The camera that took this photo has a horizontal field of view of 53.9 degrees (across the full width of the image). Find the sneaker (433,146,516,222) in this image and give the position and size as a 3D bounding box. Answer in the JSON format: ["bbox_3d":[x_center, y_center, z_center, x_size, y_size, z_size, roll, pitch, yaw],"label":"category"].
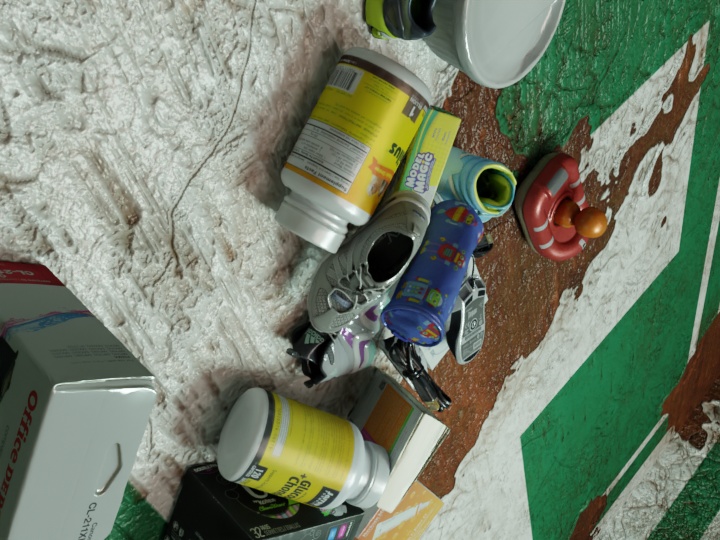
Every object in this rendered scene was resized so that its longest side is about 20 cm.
[{"bbox_3d":[0.165,-0.097,0.960,0.200,0.130,0.080,28,90,-53],"label":"sneaker"}]

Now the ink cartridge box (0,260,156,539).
[{"bbox_3d":[-0.260,0.099,0.552,0.082,0.199,0.147,7,109,-50],"label":"ink cartridge box"}]

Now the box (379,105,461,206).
[{"bbox_3d":[0.058,-0.098,0.856,0.048,0.117,0.202,15,106,-7],"label":"box"}]

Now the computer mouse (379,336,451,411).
[{"bbox_3d":[0.068,0.121,0.955,0.044,0.200,0.110,-38,98,-3],"label":"computer mouse"}]

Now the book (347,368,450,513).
[{"bbox_3d":[0.031,0.228,0.982,0.048,0.200,0.134,32,89,-21],"label":"book"}]

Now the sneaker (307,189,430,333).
[{"bbox_3d":[0.000,0.000,0.783,0.074,0.082,0.201,31,117,-12],"label":"sneaker"}]

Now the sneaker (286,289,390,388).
[{"bbox_3d":[-0.037,0.065,0.883,0.139,0.077,0.202,-23,129,-39],"label":"sneaker"}]

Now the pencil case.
[{"bbox_3d":[0.091,0.002,0.868,0.087,0.078,0.201,-51,-172,51],"label":"pencil case"}]

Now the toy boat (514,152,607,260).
[{"bbox_3d":[0.345,-0.091,1.167,0.131,0.130,0.200,-50,142,-10],"label":"toy boat"}]

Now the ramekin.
[{"bbox_3d":[0.149,-0.323,0.822,0.201,0.094,0.204,-27,132,-35],"label":"ramekin"}]

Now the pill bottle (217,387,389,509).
[{"bbox_3d":[-0.066,0.227,0.871,0.199,0.112,0.113,25,95,-24],"label":"pill bottle"}]

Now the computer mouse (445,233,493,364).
[{"bbox_3d":[0.147,0.043,1.027,0.109,0.044,0.202,-25,125,-43],"label":"computer mouse"}]

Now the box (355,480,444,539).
[{"bbox_3d":[0.039,0.379,1.160,0.125,0.097,0.200,-51,142,-10],"label":"box"}]

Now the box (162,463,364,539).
[{"bbox_3d":[-0.122,0.332,0.905,0.199,0.148,0.125,8,108,-51],"label":"box"}]

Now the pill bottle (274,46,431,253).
[{"bbox_3d":[-0.013,-0.125,0.757,0.109,0.109,0.201,24,95,-52],"label":"pill bottle"}]

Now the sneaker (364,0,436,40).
[{"bbox_3d":[0.060,-0.334,0.724,0.074,0.081,0.202,-24,130,-37],"label":"sneaker"}]

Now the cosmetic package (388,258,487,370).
[{"bbox_3d":[0.110,0.035,1.053,0.151,0.051,0.200,-51,142,-16],"label":"cosmetic package"}]
